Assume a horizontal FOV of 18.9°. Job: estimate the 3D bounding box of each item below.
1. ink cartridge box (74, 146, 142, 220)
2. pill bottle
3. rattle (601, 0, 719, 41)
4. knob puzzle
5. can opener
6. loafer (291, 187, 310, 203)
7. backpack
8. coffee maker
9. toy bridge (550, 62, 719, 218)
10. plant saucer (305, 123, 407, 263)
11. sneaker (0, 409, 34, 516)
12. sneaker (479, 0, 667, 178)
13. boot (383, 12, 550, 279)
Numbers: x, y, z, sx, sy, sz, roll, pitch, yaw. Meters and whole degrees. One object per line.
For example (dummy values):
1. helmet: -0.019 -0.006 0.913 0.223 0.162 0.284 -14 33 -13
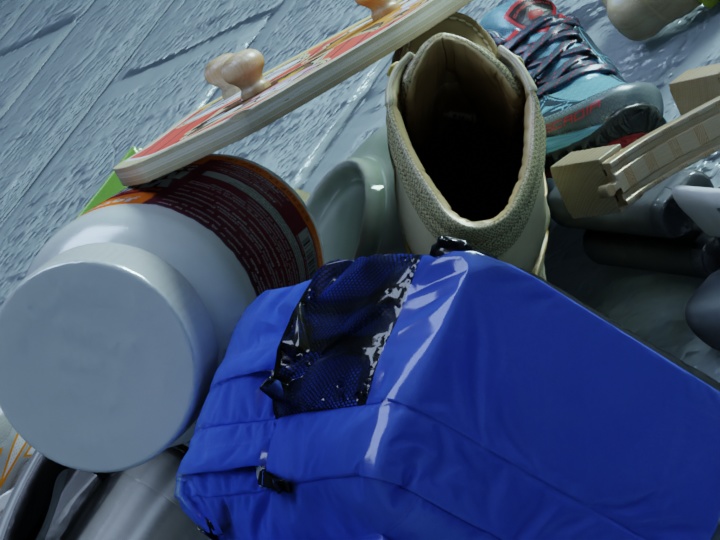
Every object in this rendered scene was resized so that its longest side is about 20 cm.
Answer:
1. ink cartridge box: -0.168 0.021 1.477 0.148 0.076 0.200 -53 -6 -17
2. pill bottle: -0.089 0.017 0.975 0.110 0.110 0.200 -40 2 18
3. rattle: 0.156 -0.232 1.199 0.130 0.143 0.200 -53 15 49
4. knob puzzle: -0.032 -0.094 0.969 0.219 0.031 0.220 -28 9 5
5. can opener: 0.132 -0.008 0.933 0.067 0.053 0.200 -50 19 -12
6. loafer: -0.094 0.017 1.169 0.068 0.076 0.200 31 49 27
7. backpack: 0.015 0.082 0.840 0.200 0.162 0.168 -3 55 61
8. coffee maker: -0.135 0.182 1.047 0.200 0.135 0.192 -52 -4 -19
9. toy bridge: 0.166 -0.079 0.948 0.200 0.027 0.067 -37 17 -35
10. plant saucer: 0.000 0.000 1.094 0.200 0.050 0.200 -50 28 41
11. sneaker: -0.194 0.090 1.333 0.200 0.092 0.076 -42 -4 10
12. sneaker: 0.085 -0.095 1.098 0.079 0.096 0.200 -8 6 -23
13. boot: 0.044 -0.064 0.948 0.073 0.156 0.200 -6 59 4
